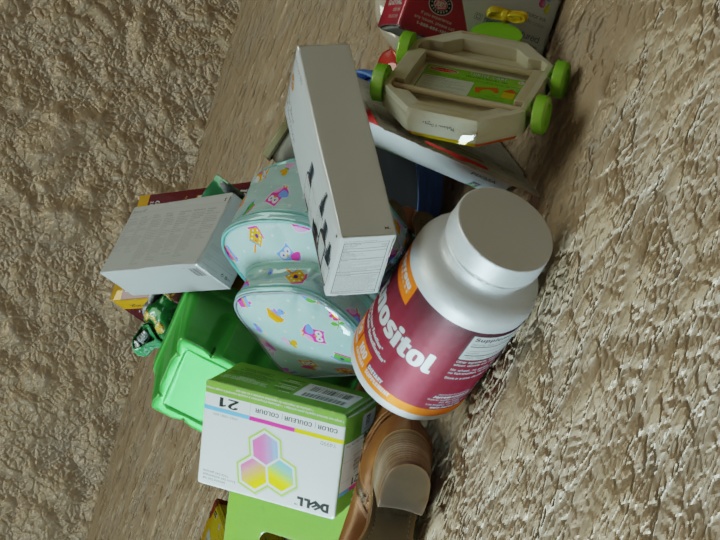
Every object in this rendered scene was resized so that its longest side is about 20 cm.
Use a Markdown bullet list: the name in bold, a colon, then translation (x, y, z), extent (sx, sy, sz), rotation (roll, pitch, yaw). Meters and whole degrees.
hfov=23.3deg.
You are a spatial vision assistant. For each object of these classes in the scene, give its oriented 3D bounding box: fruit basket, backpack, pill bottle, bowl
- **fruit basket**: translation (-0.104, 0.097, 1.781), extent (0.216, 0.213, 0.156), rotation (-93, 25, -57)
- **backpack**: translation (-0.033, 0.000, 1.610), extent (0.175, 0.201, 0.154), rotation (-3, 39, 43)
- **pill bottle**: translation (0.076, 0.026, 1.441), extent (0.201, 0.112, 0.114), rotation (122, 161, -45)
- **bowl**: translation (0.021, -0.109, 1.812), extent (0.200, 0.039, 0.203), rotation (30, 126, 53)

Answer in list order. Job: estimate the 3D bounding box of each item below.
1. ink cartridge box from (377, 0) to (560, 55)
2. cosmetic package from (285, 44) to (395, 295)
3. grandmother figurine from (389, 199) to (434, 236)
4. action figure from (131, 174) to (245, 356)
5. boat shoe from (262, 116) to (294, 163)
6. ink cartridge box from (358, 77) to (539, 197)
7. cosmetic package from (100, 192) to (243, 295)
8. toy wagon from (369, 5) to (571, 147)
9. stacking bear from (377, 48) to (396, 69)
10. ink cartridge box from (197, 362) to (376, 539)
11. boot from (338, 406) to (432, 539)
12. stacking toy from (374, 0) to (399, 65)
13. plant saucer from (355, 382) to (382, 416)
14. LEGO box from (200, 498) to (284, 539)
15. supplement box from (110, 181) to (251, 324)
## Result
- **ink cartridge box**: translation (0.120, -0.297, 1.626), extent (0.083, 0.144, 0.202), rotation (-153, 82, -77)
- **cosmetic package**: translation (-0.020, -0.086, 1.459), extent (0.083, 0.050, 0.202), rotation (109, 153, -52)
- **grandmother figurine**: translation (0.000, 0.000, 1.765), extent (0.200, 0.120, 0.061), rotation (-37, 35, 45)
- **action figure**: translation (-0.176, 0.006, 1.819), extent (0.118, 0.055, 0.201), rotation (36, 95, 41)
- **boat shoe**: translation (-0.030, -0.133, 1.684), extent (0.075, 0.068, 0.200), rotation (-51, -4, 26)
- **ink cartridge box**: translation (0.064, -0.105, 1.562), extent (0.050, 0.159, 0.200), rotation (-64, 15, 16)
- **cosmetic package**: translation (-0.177, -0.023, 1.729), extent (0.199, 0.050, 0.083), rotation (-3, 57, 55)
- **toy wagon**: translation (0.103, -0.171, 1.515), extent (0.200, 0.153, 0.040), rotation (-56, -26, -52)
- **stacking bear**: translation (0.022, -0.162, 1.938), extent (0.201, 0.121, 0.114), rotation (-57, 39, 24)
- **ink cartridge box**: translation (-0.074, 0.204, 1.633), extent (0.076, 0.146, 0.203), rotation (-24, -57, -65)
- **boot**: translation (0.014, 0.218, 1.553), extent (0.155, 0.073, 0.202), rotation (-97, 32, -70)
- **stacking toy**: translation (0.080, -0.223, 1.793), extent (0.200, 0.144, 0.148), rotation (101, -179, -64)
- **plant saucer**: translation (0.016, 0.140, 1.713), extent (0.200, 0.032, 0.202), rotation (-160, 90, -77)
- **LEGO box**: translation (-0.141, 0.361, 1.950), extent (0.200, 0.076, 0.150), rotation (-136, 65, -75)
- **supplement box**: translation (-0.132, 0.012, 1.955), extent (0.196, 0.200, 0.134), rotation (-5, 61, 36)
